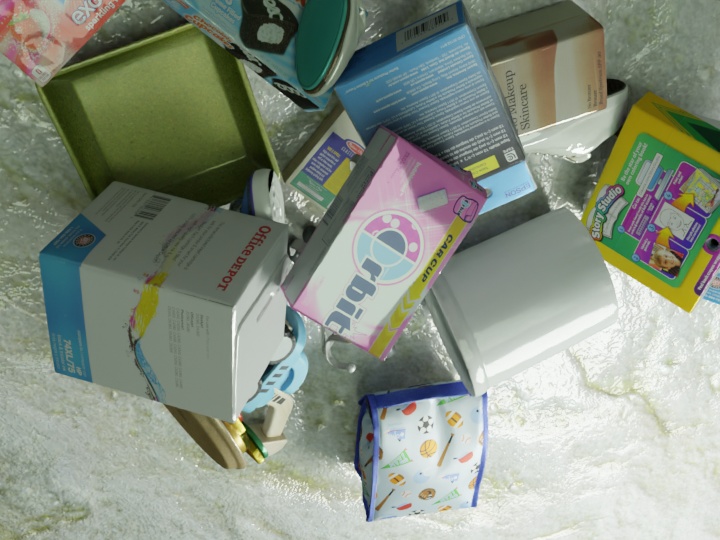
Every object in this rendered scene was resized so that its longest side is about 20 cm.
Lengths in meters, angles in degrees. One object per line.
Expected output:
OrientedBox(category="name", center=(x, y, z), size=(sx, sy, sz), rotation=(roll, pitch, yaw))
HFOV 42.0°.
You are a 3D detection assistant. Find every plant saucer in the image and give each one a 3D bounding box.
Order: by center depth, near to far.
OrientedBox(category="plant saucer", center=(-0.203, -0.151, 0.974), size=(0.197, 0.048, 0.202), rotation=(-20, 126, -3))

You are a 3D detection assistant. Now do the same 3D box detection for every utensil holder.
OrientedBox(category="utensil holder", center=(0.192, 0.036, 1.150), size=(0.197, 0.171, 0.172), rotation=(-24, 127, -2))

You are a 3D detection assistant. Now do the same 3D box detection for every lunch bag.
OrientedBox(category="lunch bag", center=(0.081, 0.228, 1.272), size=(0.167, 0.125, 0.202), rotation=(-7, 132, -12))

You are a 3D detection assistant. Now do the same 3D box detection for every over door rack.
OrientedBox(category="over door rack", center=(0.000, 0.000, 1.040), size=(0.066, 0.149, 0.202), rotation=(15, 142, 25))

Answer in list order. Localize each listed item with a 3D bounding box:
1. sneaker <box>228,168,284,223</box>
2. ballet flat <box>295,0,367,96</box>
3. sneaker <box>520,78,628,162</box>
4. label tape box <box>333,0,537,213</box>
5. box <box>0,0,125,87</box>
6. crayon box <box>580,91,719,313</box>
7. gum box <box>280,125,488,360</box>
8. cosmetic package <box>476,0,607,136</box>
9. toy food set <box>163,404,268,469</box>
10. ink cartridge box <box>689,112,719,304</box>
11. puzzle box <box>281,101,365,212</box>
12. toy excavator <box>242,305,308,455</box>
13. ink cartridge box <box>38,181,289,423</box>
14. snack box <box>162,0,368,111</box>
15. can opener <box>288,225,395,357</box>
OrientedBox(category="sneaker", center=(-0.156, -0.021, 1.015), size=(0.143, 0.081, 0.203), rotation=(3, 132, 3))
OrientedBox(category="ballet flat", center=(-0.019, -0.266, 0.904), size=(0.068, 0.069, 0.204), rotation=(4, 89, -20))
OrientedBox(category="sneaker", center=(0.224, -0.151, 1.093), size=(0.196, 0.073, 0.086), rotation=(-18, 124, -7))
OrientedBox(category="label tape box", center=(0.078, -0.146, 0.948), size=(0.141, 0.067, 0.201), rotation=(-22, 126, 15))
OrientedBox(category="box", center=(-0.257, -0.282, 0.840), size=(0.199, 0.095, 0.103), rotation=(-40, 124, 11))
OrientedBox(category="crayon box", center=(0.364, -0.078, 1.105), size=(0.058, 0.171, 0.202), rotation=(-34, 151, -43))
OrientedBox(category="gum box", center=(0.024, -0.031, 0.913), size=(0.112, 0.066, 0.202), rotation=(30, 97, -22))
OrientedBox(category="cosmetic package", center=(0.161, -0.208, 1.027), size=(0.197, 0.088, 0.105), rotation=(-19, 127, -4))
OrientedBox(category="toy food set", center=(-0.192, 0.151, 1.093), size=(0.049, 0.199, 0.200), rotation=(-40, 129, -20))
OrientedBox(category="ink cartridge box", center=(0.429, -0.076, 1.156), size=(0.085, 0.143, 0.203), rotation=(-40, 143, -45))
OrientedBox(category="puzzle box", center=(0.022, -0.106, 1.089), size=(0.199, 0.026, 0.133), rotation=(33, 109, -32))
OrientedBox(category="toy excavator", center=(-0.117, 0.139, 1.171), size=(0.195, 0.100, 0.199), rotation=(-49, 139, 8))
OrientedBox(category="ink cartridge box", center=(-0.186, 0.028, 0.928), size=(0.196, 0.147, 0.148), rotation=(14, 126, 11))
OrientedBox(category="snack box", center=(-0.092, -0.260, 0.910), size=(0.199, 0.037, 0.118), rotation=(33, 74, -32))
OrientedBox(category="can opener", center=(-0.011, 0.025, 1.146), size=(0.052, 0.067, 0.200), rotation=(-37, 121, 11))
